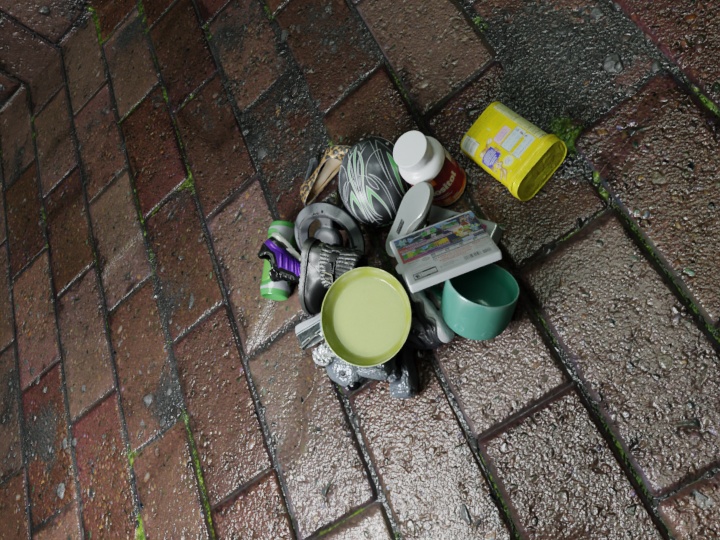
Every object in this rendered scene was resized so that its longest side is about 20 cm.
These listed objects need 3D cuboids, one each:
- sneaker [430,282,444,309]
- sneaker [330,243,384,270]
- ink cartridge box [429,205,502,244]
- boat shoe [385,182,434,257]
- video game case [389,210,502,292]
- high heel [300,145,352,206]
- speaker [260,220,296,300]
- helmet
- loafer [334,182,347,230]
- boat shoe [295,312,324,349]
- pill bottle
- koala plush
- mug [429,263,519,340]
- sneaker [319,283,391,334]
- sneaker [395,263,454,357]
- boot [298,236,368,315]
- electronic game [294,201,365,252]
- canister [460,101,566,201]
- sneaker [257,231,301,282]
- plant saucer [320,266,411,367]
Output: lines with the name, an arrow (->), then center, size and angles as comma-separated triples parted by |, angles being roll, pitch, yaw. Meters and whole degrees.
sneaker -> 0.172, 0.038, 1.389 | 0.098, 0.074, 0.205 | 7, 96, 28
sneaker -> 0.000, 0.000, 1.479 | 0.197, 0.083, 0.072 | 30, 72, 1
ink cartridge box -> 0.203, -0.045, 1.420 | 0.198, 0.043, 0.176 | 21, 85, 37
boat shoe -> 0.122, -0.116, 1.410 | 0.071, 0.063, 0.202 | 58, 136, 33
video game case -> 0.175, -0.044, 1.310 | 0.197, 0.023, 0.183 | -21, 35, 1
high heel -> -0.086, -0.251, 1.661 | 0.198, 0.071, 0.145 | -12, 60, 48
speaker -> -0.219, -0.027, 1.671 | 0.087, 0.088, 0.204 | -4, 72, 32
helmet -> 0.037, -0.211, 1.495 | 0.197, 0.190, 0.204 | -11, 68, 30
loafer -> -0.030, -0.197, 1.618 | 0.070, 0.073, 0.203 | 11, 71, 39
boat shoe -> -0.078, 0.140, 1.537 | 0.198, 0.071, 0.072 | -30, 68, 34
pill bottle -> 0.156, -0.233, 1.417 | 0.111, 0.199, 0.115 | -12, 67, 30
koala plush -> 0.006, 0.199, 1.400 | 0.197, 0.177, 0.187 | -22, 51, 26
mug -> 0.235, 0.060, 1.297 | 0.186, 0.149, 0.116 | -123, 32, -44
sneaker -> -0.004, 0.087, 1.346 | 0.198, 0.077, 0.081 | -27, 28, 32
sneaker -> 0.110, 0.089, 1.341 | 0.113, 0.075, 0.202 | -39, 74, 26
boot -> -0.063, 0.034, 1.442 | 0.155, 0.079, 0.215 | 19, 128, 24
electronic game -> -0.078, -0.077, 1.553 | 0.197, 0.042, 0.203 | -5, 116, 32
canister -> 0.335, -0.271, 1.382 | 0.149, 0.086, 0.200 | -49, 53, 9
sneaker -> -0.184, 0.003, 1.593 | 0.200, 0.070, 0.100 | 43, 68, 4
plant saucer -> 0.013, 0.096, 1.279 | 0.196, 0.031, 0.205 | -3, 82, 19
